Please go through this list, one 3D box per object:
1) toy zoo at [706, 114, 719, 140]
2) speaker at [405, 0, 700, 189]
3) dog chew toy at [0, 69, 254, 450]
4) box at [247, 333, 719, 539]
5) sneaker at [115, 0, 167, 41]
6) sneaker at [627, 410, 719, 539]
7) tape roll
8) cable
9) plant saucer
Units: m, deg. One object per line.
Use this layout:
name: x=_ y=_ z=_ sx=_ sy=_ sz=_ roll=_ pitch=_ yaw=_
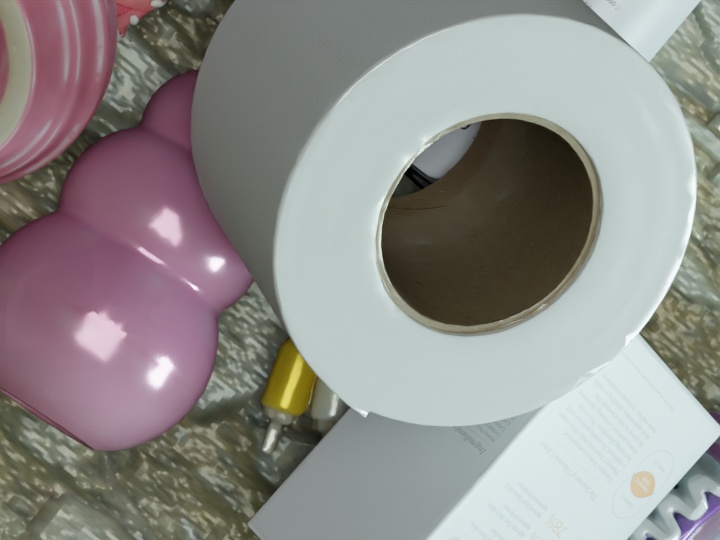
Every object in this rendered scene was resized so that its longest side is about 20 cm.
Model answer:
toy zoo: x=0.298 y=-0.104 z=1.387 sx=0.131 sy=0.020 sz=0.200 roll=43 pitch=87 yaw=-10
speaker: x=0.103 y=-0.114 z=1.323 sx=0.081 sy=0.081 sz=0.200 roll=40 pitch=88 yaw=-11
dog chew toy: x=-0.105 y=-0.013 z=1.284 sx=0.124 sy=0.125 sz=0.200 roll=34 pitch=81 yaw=-11
box: x=0.064 y=0.104 z=1.304 sx=0.200 sy=0.097 sz=0.124 roll=-48 pitch=136 yaw=-3
sneaker: x=-0.138 y=-0.133 z=1.281 sx=0.199 sy=0.074 sz=0.087 roll=-8 pitch=111 yaw=13
sneaker: x=0.185 y=0.140 z=1.368 sx=0.200 sy=0.080 sz=0.089 roll=-37 pitch=107 yaw=1
tape roll: x=0.035 y=-0.049 z=1.185 sx=0.202 sy=0.139 sz=0.203 roll=-9 pitch=120 yaw=-16
cable: x=0.000 y=0.000 z=1.332 sx=0.097 sy=0.050 sz=0.201 roll=2 pitch=97 yaw=-12
plant saucer: x=-0.216 y=-0.122 z=1.232 sx=0.200 sy=0.051 sz=0.201 roll=9 pitch=122 yaw=14
